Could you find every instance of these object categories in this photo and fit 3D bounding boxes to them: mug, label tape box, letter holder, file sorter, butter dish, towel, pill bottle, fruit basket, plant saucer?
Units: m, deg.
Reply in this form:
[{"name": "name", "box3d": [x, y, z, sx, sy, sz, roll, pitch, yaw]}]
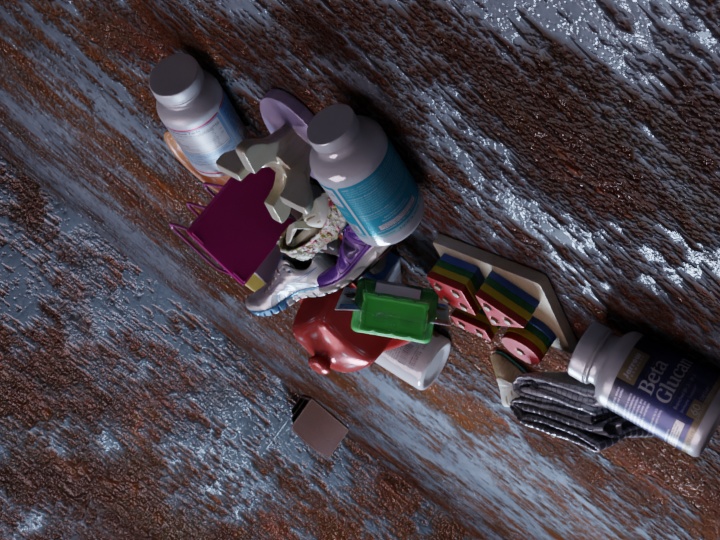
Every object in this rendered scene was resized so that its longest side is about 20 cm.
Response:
[{"name": "mug", "box3d": [-0.183, -0.053, 1.875, 0.186, 0.154, 0.150, 18, 157, 50]}, {"name": "label tape box", "box3d": [0.000, 0.000, 1.799, 0.143, 0.066, 0.200, 33, 162, 15]}, {"name": "letter holder", "box3d": [-0.168, 0.579, 3.667, 0.200, 0.143, 0.100, 42, 163, -20]}, {"name": "file sorter", "box3d": [-0.208, -0.106, 1.700, 0.139, 0.201, 0.125, 46, 165, -32]}, {"name": "butter dish", "box3d": [-0.044, 0.123, 1.810, 0.199, 0.148, 0.199, 43, 151, -15]}, {"name": "towel", "box3d": [0.346, 0.207, 1.492, 0.164, 0.087, 0.199, 4, -177, -33]}, {"name": "pill bottle", "box3d": [0.003, -0.130, 1.335, 0.110, 0.111, 0.200, 23, 159, 40]}, {"name": "pill bottle", "box3d": [0.068, 0.137, 1.951, 0.199, 0.115, 0.115, 30, 163, 20]}, {"name": "pill bottle", "box3d": [-0.254, -0.244, 1.565, 0.108, 0.109, 0.200, 28, 162, 28]}, {"name": "pill bottle", "box3d": [0.382, 0.150, 1.322, 0.199, 0.111, 0.111, 29, 163, 25]}, {"name": "fruit basket", "box3d": [0.056, 0.051, 1.616, 0.183, 0.095, 0.200, 10, -166, 3]}, {"name": "plant saucer", "box3d": [-0.279, -0.204, 1.866, 0.199, 0.038, 0.200, 33, 165, 10]}]

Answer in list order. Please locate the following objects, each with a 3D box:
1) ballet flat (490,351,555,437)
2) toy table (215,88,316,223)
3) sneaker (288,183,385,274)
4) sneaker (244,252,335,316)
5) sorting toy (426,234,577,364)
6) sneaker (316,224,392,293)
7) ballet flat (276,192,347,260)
[{"name": "ballet flat", "box3d": [0.300, 0.233, 1.804, 0.200, 0.073, 0.068, 41, 163, -13]}, {"name": "toy table", "box3d": [-0.115, -0.163, 1.486, 0.183, 0.118, 0.200, 23, 159, 39]}, {"name": "sneaker", "box3d": [-0.044, -0.058, 1.657, 0.200, 0.077, 0.082, 43, 127, 7]}, {"name": "sneaker", "box3d": [-0.127, 0.012, 1.729, 0.199, 0.075, 0.087, -23, 121, 24]}, {"name": "sorting toy", "box3d": [0.207, 0.056, 1.504, 0.198, 0.070, 0.200, 24, 159, 38]}, {"name": "sneaker", "box3d": [-0.004, -0.041, 1.559, 0.084, 0.200, 0.081, 49, -151, 5]}, {"name": "ballet flat", "box3d": [-0.071, -0.072, 1.558, 0.063, 0.076, 0.200, 5, 149, -29]}]
